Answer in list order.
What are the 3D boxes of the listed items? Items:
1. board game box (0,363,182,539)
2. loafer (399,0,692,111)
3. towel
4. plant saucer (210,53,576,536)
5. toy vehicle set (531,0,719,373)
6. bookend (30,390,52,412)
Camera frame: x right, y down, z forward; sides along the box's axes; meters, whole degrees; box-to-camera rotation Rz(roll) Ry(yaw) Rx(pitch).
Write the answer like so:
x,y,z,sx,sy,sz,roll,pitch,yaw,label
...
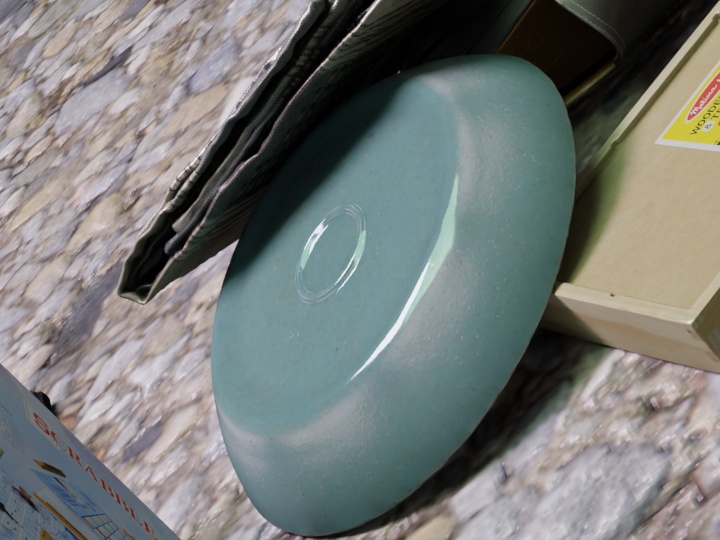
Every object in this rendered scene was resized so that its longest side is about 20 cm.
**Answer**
x,y,z,sx,sy,sz,roll,pitch,yaw,label
-0.101,0.103,0.746,0.041,0.200,0.200,-39,24,6,board game box
0.098,-0.108,0.933,0.200,0.073,0.073,-44,27,26,loafer
-0.015,-0.084,0.976,0.193,0.035,0.200,-50,-3,25,towel
0.000,0.000,0.887,0.200,0.036,0.201,-38,36,35,plant saucer
0.145,-0.056,0.820,0.200,0.027,0.124,-50,25,-12,toy vehicle set
-0.276,0.080,1.057,0.199,0.200,0.092,-41,25,8,bookend
